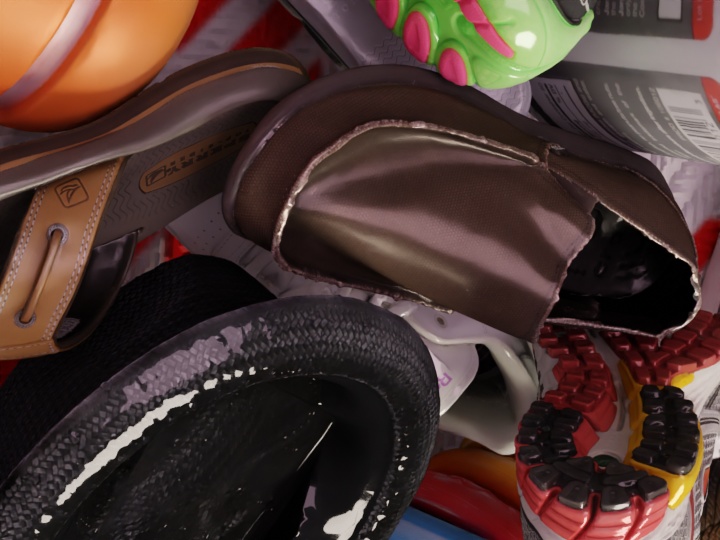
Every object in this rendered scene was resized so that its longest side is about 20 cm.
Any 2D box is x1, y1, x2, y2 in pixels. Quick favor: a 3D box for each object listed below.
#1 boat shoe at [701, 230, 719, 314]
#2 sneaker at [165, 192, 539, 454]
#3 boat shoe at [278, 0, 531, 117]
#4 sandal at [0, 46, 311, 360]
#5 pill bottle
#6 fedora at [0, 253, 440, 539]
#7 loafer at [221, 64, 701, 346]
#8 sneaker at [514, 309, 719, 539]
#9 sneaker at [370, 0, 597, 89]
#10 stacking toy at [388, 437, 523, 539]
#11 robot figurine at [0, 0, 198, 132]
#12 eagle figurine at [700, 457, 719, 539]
[{"bbox_3d":[0.196,-0.026,0.882,0.072,0.066,0.202,18,89,-32],"label":"boat shoe"},{"bbox_3d":[0.000,0.000,0.742,0.199,0.100,0.075,32,113,-31],"label":"sneaker"},{"bbox_3d":[-0.014,-0.121,0.737,0.072,0.071,0.201,-33,95,-8],"label":"boat shoe"},{"bbox_3d":[-0.094,-0.005,0.648,0.199,0.082,0.055,-26,70,-18],"label":"sandal"},{"bbox_3d":[0.117,-0.100,0.740,0.115,0.200,0.117,-6,102,-30],"label":"pill bottle"},{"bbox_3d":[-0.072,0.066,0.697,0.199,0.092,0.202,-23,140,-21],"label":"fedora"},{"bbox_3d":[0.047,-0.017,0.682,0.199,0.071,0.073,5,121,-36],"label":"loafer"},{"bbox_3d":[0.092,0.067,0.733,0.200,0.077,0.083,-52,145,-62],"label":"sneaker"},{"bbox_3d":[0.013,-0.154,0.678,0.084,0.077,0.201,-32,88,-35],"label":"sneaker"},{"bbox_3d":[0.085,0.083,0.823,0.200,0.109,0.117,-45,135,-29],"label":"stacking toy"},{"bbox_3d":[-0.133,-0.114,0.635,0.199,0.144,0.117,24,125,-33],"label":"robot figurine"},{"bbox_3d":[0.168,0.140,0.812,0.200,0.151,0.151,-49,144,15],"label":"eagle figurine"}]
